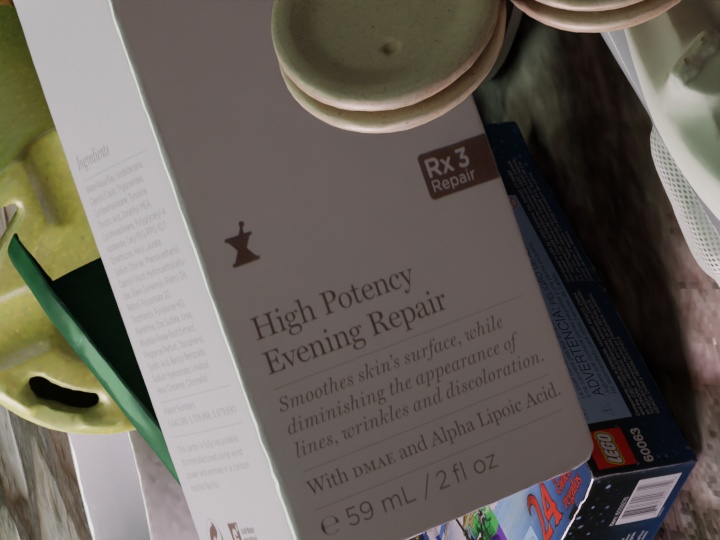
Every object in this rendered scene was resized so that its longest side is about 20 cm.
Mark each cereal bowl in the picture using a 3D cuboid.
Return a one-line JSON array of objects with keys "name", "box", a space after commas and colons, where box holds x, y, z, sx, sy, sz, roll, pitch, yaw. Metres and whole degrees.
[{"name": "cereal bowl", "box": [-0.088, 0.095, 1.295, 0.200, 0.083, 0.201, 167, 90, -74]}]

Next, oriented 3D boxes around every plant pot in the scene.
[{"name": "plant pot", "box": [-0.120, -0.029, 1.070, 0.184, 0.199, 0.201, -127, 28, -61]}]

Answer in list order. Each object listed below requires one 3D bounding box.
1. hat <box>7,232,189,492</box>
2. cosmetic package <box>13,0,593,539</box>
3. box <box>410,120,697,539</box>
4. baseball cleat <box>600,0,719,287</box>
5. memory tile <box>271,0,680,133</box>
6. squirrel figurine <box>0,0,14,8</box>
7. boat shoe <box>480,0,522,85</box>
[{"name": "hat", "box": [0.000, 0.000, 0.840, 0.166, 0.176, 0.200, 46, 172, 43]}, {"name": "cosmetic package", "box": [-0.020, -0.022, 0.740, 0.074, 0.101, 0.201, -15, 95, 63]}, {"name": "box", "box": [0.032, 0.070, 0.854, 0.137, 0.037, 0.201, 63, 149, 34]}, {"name": "baseball cleat", "box": [0.074, -0.067, 0.612, 0.107, 0.069, 0.201, 75, -179, -55]}, {"name": "memory tile", "box": [0.026, -0.127, 0.588, 0.017, 0.153, 0.201, 63, -178, -56]}, {"name": "squirrel figurine", "box": [-0.103, -0.155, 0.944, 0.187, 0.141, 0.200, 53, 176, 0]}, {"name": "boat shoe", "box": [0.020, -0.119, 0.776, 0.200, 0.057, 0.067, 103, 150, -58]}]
